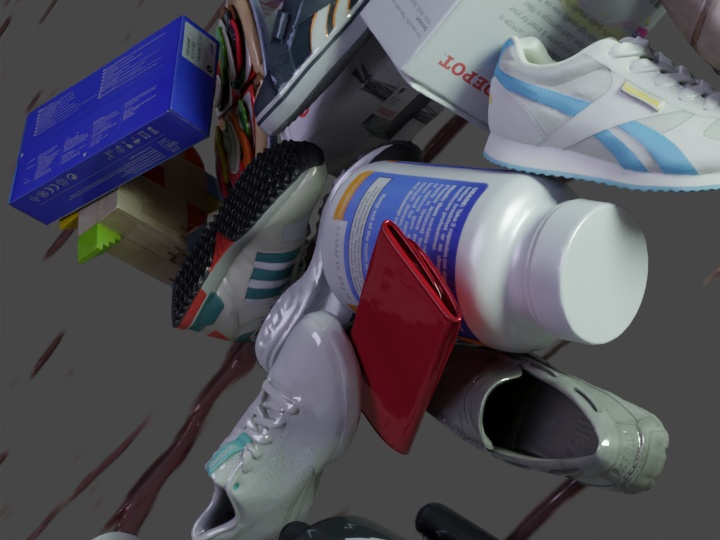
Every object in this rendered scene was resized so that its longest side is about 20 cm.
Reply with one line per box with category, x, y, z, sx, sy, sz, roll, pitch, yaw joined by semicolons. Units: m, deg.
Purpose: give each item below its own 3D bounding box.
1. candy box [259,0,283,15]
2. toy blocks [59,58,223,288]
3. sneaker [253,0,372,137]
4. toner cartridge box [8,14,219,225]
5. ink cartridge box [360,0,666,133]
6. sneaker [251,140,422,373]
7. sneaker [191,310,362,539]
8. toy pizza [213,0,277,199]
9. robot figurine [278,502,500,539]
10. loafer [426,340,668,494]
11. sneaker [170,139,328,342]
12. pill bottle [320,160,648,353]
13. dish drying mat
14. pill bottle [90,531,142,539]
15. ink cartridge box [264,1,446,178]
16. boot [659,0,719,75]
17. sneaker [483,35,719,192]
candy box;-0.045;-0.327;1.055;0.136;0.061;0.201;23;91;51
toy blocks;-0.175;-0.069;1.033;0.100;0.136;0.201;-32;47;27
sneaker;-0.021;-0.188;0.817;0.200;0.079;0.078;-48;3;12
toner cartridge box;-0.198;-0.116;0.946;0.199;0.043;0.096;-22;51;35
ink cartridge box;0.118;-0.191;0.760;0.200;0.144;0.085;-50;44;18
sneaker;0.000;0.000;0.868;0.079;0.074;0.201;30;98;32
sneaker;-0.064;0.119;0.816;0.075;0.088;0.201;46;128;40
toy pizza;-0.104;-0.134;0.979;0.200;0.032;0.202;175;90;-74
robot figurine;0.011;0.221;0.706;0.199;0.124;0.151;18;99;49
loafer;0.093;0.081;0.722;0.199;0.070;0.070;13;86;49
sneaker;-0.066;-0.016;0.914;0.200;0.093;0.071;-50;32;31
pill bottle;0.076;-0.009;0.751;0.199;0.112;0.113;12;82;48
dish drying mat;0.023;0.049;0.746;0.077;0.018;0.200;55;156;22
pill bottle;-0.248;0.288;0.959;0.200;0.116;0.116;-32;52;33
ink cartridge box;0.021;-0.185;0.908;0.200;0.085;0.146;-38;49;27
boot;0.256;-0.183;0.667;0.200;0.070;0.146;-41;64;-10
sneaker;0.164;-0.092;0.683;0.199;0.076;0.081;10;107;29
